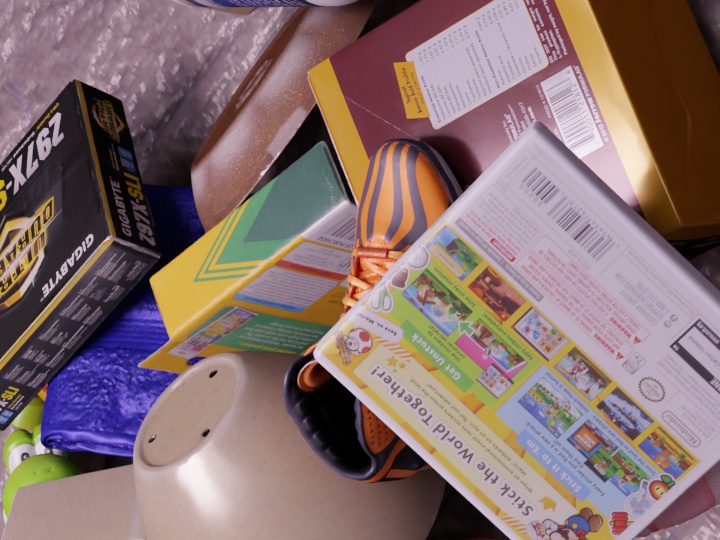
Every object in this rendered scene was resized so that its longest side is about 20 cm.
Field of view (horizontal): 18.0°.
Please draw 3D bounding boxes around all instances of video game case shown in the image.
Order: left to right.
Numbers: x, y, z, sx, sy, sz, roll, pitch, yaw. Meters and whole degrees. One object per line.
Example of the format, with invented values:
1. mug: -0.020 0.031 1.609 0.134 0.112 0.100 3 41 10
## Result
1. video game case: 0.105 0.050 1.225 0.200 0.023 0.182 42 111 -6

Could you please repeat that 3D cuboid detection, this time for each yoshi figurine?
1. yoshi figurine: -0.214 0.211 1.612 0.112 0.112 0.201 -10 96 45

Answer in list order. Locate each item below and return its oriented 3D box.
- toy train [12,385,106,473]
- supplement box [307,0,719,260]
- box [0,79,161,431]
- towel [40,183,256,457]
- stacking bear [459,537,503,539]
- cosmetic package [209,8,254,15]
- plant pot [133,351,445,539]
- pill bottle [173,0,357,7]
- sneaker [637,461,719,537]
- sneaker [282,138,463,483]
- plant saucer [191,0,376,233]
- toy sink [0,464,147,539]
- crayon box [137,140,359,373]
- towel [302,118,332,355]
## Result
1. toy train: -0.244 0.067 1.709 0.200 0.084 0.116 39 122 35
2. supplement box: 0.109 -0.077 1.381 0.199 0.132 0.198 -28 78 33
3. box: -0.227 -0.011 1.598 0.200 0.049 0.160 -45 41 28
4. towel: -0.143 0.033 1.588 0.146 0.050 0.202 4 72 10
5. stacking bear: -0.006 0.216 1.479 0.199 0.113 0.122 7 81 45
6. cosmetic package: -0.049 -0.275 1.589 0.199 0.071 0.106 -30 69 32
7. plant pot: -0.065 0.128 1.419 0.200 0.134 0.201 -34 29 22
8. pill bottle: -0.044 -0.225 1.459 0.199 0.111 0.112 6 89 42
9. sneaker: 0.163 0.048 1.265 0.104 0.075 0.201 -18 107 22
10. sneaker: 0.011 0.026 1.309 0.077 0.112 0.202 0 95 35
11. plant saucer: -0.059 -0.117 1.516 0.037 0.201 0.201 36 113 -9
12. toy sink: -0.170 0.252 1.525 0.111 0.130 0.201 -12 109 3
13. crayon box: -0.046 -0.001 1.488 0.200 0.125 0.052 -37 60 28
14. towel: 0.000 0.000 1.545 0.149 0.031 0.201 18 96 38
